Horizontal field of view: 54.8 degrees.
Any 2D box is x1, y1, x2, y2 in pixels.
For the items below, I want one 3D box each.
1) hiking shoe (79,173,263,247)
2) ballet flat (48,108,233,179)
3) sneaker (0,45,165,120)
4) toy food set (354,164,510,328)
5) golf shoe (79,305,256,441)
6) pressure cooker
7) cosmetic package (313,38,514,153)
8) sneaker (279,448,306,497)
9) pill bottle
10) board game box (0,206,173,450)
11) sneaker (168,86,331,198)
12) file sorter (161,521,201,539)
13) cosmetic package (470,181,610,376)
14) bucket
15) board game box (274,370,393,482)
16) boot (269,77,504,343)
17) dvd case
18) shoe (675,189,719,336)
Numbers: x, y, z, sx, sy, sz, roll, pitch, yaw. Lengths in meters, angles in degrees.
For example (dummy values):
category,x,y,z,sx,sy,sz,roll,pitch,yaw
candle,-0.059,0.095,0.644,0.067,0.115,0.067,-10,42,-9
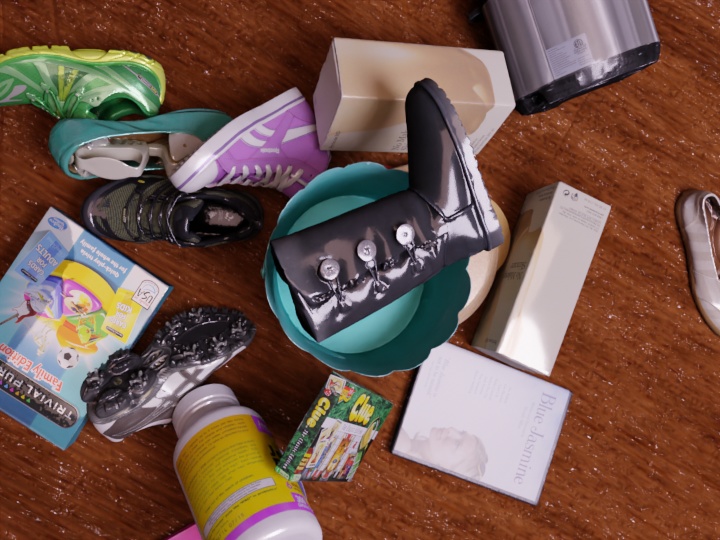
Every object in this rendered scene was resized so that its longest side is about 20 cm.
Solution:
category,x,y,z,sx,sy,sz,roll,pitch,yaw
hiking shoe,-0.199,-0.064,0.736,0.194,0.101,0.078,-1,96,-11
ballet flat,-0.224,-0.126,0.739,0.195,0.068,0.072,-8,57,-22
sneaker,-0.308,-0.188,0.740,0.194,0.074,0.086,-4,85,-9
toy food set,0.069,-0.029,0.810,0.196,0.049,0.202,34,84,-7
golf shoe,-0.203,0.111,0.758,0.197,0.096,0.078,-26,51,-29
pressure cooker,0.227,-0.296,0.774,0.172,0.178,0.205,-22,95,-12
cosmetic package,0.055,-0.184,0.755,0.195,0.105,0.073,-3,69,-17
sneaker,-0.085,0.290,0.727,0.078,0.146,0.206,-13,91,-9
pill bottle,-0.122,0.208,0.687,0.102,0.201,0.106,-20,135,-22
board game box,-0.319,0.061,0.745,0.149,0.047,0.203,33,84,-7
sneaker,-0.102,-0.110,0.742,0.200,0.072,0.116,-40,104,-37
file sorter,-0.166,0.390,0.722,0.137,0.125,0.204,-26,93,-8
cosmetic package,0.205,0.010,0.804,0.070,0.105,0.204,22,84,-6
bucket,0.000,0.000,0.705,0.201,0.135,0.214,0,88,-10
board game box,-0.019,0.168,0.722,0.023,0.200,0.106,26,83,21
boot,0.009,-0.054,0.612,0.196,0.066,0.168,-25,91,-5
dvd case,0.146,0.181,0.832,0.196,0.018,0.146,21,85,-8
shoe,0.450,-0.004,0.867,0.068,0.053,0.205,-21,92,-9
